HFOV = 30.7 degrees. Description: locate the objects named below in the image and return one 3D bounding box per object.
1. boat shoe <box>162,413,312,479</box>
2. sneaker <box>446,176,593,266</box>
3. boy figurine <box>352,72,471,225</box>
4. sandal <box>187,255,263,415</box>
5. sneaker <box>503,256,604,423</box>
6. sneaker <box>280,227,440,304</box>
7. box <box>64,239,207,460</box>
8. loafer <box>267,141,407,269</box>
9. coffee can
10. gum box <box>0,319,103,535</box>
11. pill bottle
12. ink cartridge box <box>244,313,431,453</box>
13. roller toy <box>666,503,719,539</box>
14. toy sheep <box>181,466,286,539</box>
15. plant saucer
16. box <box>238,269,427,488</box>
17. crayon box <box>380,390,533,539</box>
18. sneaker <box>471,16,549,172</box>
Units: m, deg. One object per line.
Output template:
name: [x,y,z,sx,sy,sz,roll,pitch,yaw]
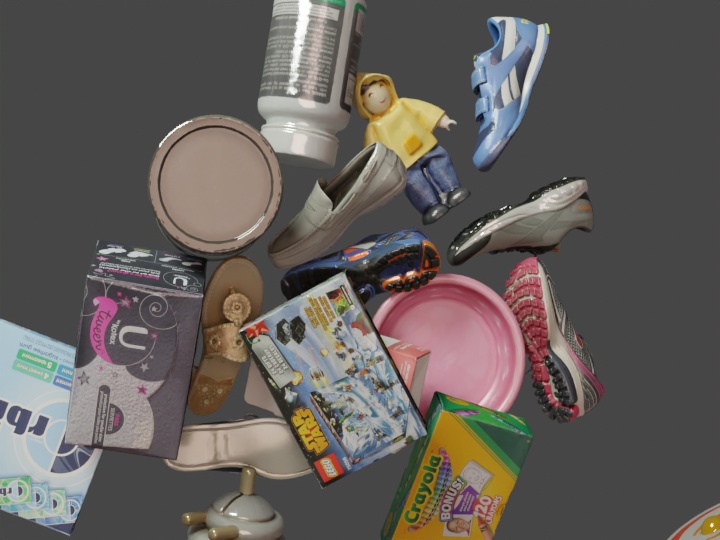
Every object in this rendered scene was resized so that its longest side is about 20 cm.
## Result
boat shoe: [-0.137,0.210,1.552,0.197,0.062,0.076,-4,91,-5]
sneaker: [0.199,-0.046,1.603,0.198,0.074,0.080,-23,96,-8]
boy figurine: [0.058,-0.160,1.592,0.123,0.064,0.202,-32,95,-4]
sandal: [-0.147,0.092,1.501,0.077,0.070,0.214,2,123,-31]
sneaker: [0.235,0.081,1.607,0.074,0.080,0.203,-19,93,-33]
sneaker: [0.000,0.000,1.577,0.197,0.079,0.076,-12,117,7]
box: [-0.247,0.088,1.440,0.130,0.115,0.203,9,109,-9]
loafer: [-0.037,-0.079,1.552,0.199,0.070,0.070,-39,126,9]
coffee can: [-0.166,-0.088,1.489,0.144,0.200,0.149,0,88,-7]
gum box: [-0.378,0.181,1.529,0.168,0.045,0.203,22,86,-7]
pill bottle: [-0.061,-0.229,1.553,0.111,0.113,0.203,10,86,-7]
ink cartridge box: [-0.029,0.125,1.536,0.197,0.067,0.118,16,100,17]
roller toy: [0.452,0.354,1.566,0.198,0.182,0.141,-31,91,-7]
toy sheep: [-0.146,0.326,1.512,0.136,0.138,0.203,13,99,-7]
plant saucer: [0.099,0.106,1.594,0.197,0.051,0.204,0,89,-8]
box: [-0.029,0.121,1.455,0.136,0.040,0.202,-27,97,6]
crayon box: [0.112,0.256,1.553,0.117,0.058,0.203,17,105,-10]
sneaker: [0.166,-0.218,1.607,0.081,0.074,0.203,20,78,-5]
